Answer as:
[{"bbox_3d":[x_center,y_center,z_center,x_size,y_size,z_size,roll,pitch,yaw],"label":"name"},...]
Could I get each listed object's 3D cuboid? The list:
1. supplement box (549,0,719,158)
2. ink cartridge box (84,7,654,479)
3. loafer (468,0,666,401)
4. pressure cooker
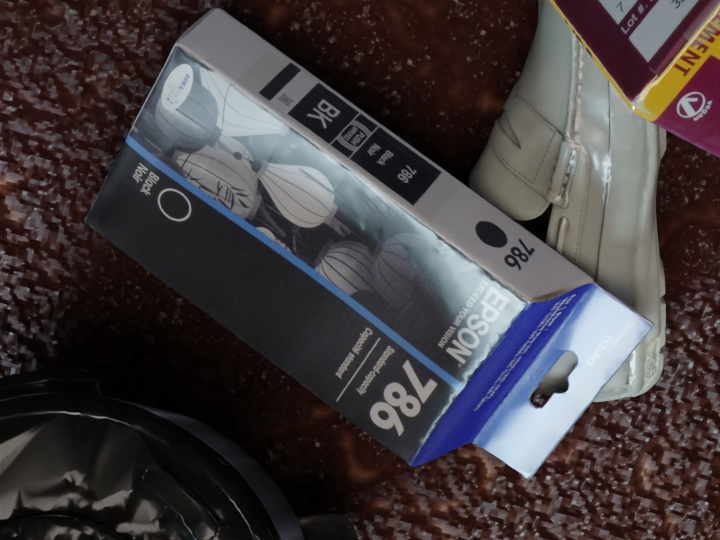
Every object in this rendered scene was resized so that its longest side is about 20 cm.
[{"bbox_3d":[0.172,-0.083,0.743,0.200,0.086,0.110,22,117,-37],"label":"supplement box"},{"bbox_3d":[0.000,0.000,0.822,0.200,0.039,0.100,35,128,3],"label":"ink cartridge box"},{"bbox_3d":[0.075,-0.039,0.821,0.070,0.070,0.201,-6,115,-3],"label":"loafer"},{"bbox_3d":[-0.104,0.135,0.847,0.176,0.200,0.179,32,87,5],"label":"pressure cooker"}]
